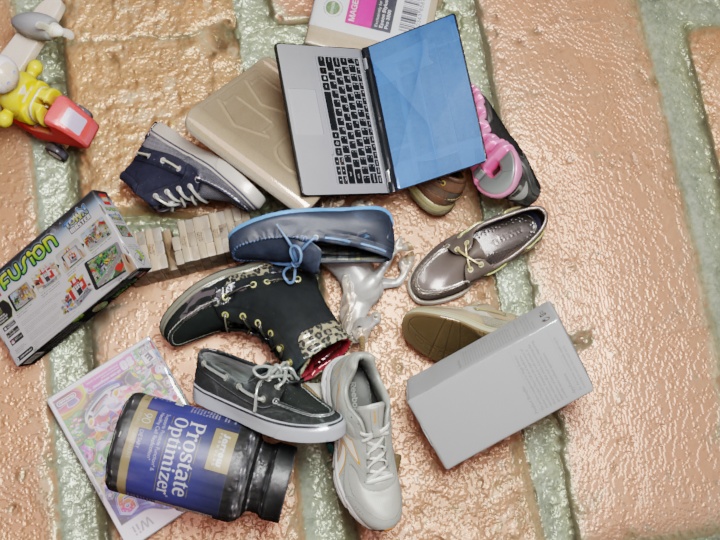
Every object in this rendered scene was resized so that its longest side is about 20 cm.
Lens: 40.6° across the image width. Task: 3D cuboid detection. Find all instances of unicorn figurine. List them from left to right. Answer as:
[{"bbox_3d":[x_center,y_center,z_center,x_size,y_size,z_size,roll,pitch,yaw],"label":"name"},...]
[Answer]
[{"bbox_3d":[0.000,0.000,1.203,0.137,0.074,0.200,-40,68,-4],"label":"unicorn figurine"}]

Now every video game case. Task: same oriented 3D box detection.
[{"bbox_3d":[-0.261,0.201,1.154,0.142,0.018,0.202,-31,81,-11],"label":"video game case"}]

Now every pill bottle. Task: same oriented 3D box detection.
[{"bbox_3d":[-0.175,0.214,1.091,0.196,0.112,0.114,15,75,-1],"label":"pill bottle"}]

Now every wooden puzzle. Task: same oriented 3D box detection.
[{"bbox_3d":[-0.101,-0.166,1.211,0.184,0.047,0.201,36,41,2],"label":"wooden puzzle"}]

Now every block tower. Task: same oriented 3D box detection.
[{"bbox_3d":[-0.227,-0.025,1.193,0.196,0.058,0.055,-15,78,-6],"label":"block tower"}]

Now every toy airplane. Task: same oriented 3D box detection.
[{"bbox_3d":[-0.432,-0.225,1.181,0.195,0.141,0.204,-16,78,-7],"label":"toy airplane"}]

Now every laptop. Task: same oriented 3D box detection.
[{"bbox_3d":[0.022,-0.197,1.148,0.197,0.115,0.191,-4,77,-33],"label":"laptop"}]

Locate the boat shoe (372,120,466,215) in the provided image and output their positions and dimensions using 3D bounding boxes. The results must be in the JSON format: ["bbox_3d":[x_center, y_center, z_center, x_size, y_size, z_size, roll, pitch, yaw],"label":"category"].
[{"bbox_3d":[0.058,-0.163,1.231,0.200,0.068,0.072,46,50,5],"label":"boat shoe"}]

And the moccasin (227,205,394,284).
[{"bbox_3d":[-0.055,-0.031,1.130,0.195,0.081,0.070,-9,69,-3],"label":"moccasin"}]

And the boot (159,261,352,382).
[{"bbox_3d":[-0.122,0.070,1.149,0.201,0.074,0.155,-28,61,-14],"label":"boot"}]

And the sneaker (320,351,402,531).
[{"bbox_3d":[0.006,0.187,1.082,0.074,0.092,0.204,-11,76,-21],"label":"sneaker"}]

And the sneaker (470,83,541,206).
[{"bbox_3d":[0.169,-0.154,1.236,0.094,0.079,0.202,20,37,-38],"label":"sneaker"}]

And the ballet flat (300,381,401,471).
[{"bbox_3d":[-0.029,0.180,1.154,0.199,0.068,0.073,41,69,3],"label":"ballet flat"}]

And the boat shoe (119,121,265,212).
[{"bbox_3d":[-0.207,-0.099,1.185,0.198,0.075,0.093,32,80,33],"label":"boat shoe"}]

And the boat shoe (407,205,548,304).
[{"bbox_3d":[0.147,-0.023,1.218,0.197,0.060,0.073,-27,80,-10],"label":"boat shoe"}]

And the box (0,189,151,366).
[{"bbox_3d":[-0.350,0.010,1.145,0.199,0.035,0.111,-36,80,13],"label":"box"}]

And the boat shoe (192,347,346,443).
[{"bbox_3d":[-0.102,0.133,1.082,0.196,0.073,0.070,16,109,32],"label":"boat shoe"}]

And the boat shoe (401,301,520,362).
[{"bbox_3d":[0.147,0.076,1.197,0.196,0.073,0.065,11,36,-1],"label":"boat shoe"}]

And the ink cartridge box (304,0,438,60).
[{"bbox_3d":[0.021,-0.354,1.282,0.161,0.075,0.204,12,77,-2],"label":"ink cartridge box"}]

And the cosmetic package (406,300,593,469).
[{"bbox_3d":[0.160,0.133,1.134,0.197,0.074,0.103,-28,103,9],"label":"cosmetic package"}]
